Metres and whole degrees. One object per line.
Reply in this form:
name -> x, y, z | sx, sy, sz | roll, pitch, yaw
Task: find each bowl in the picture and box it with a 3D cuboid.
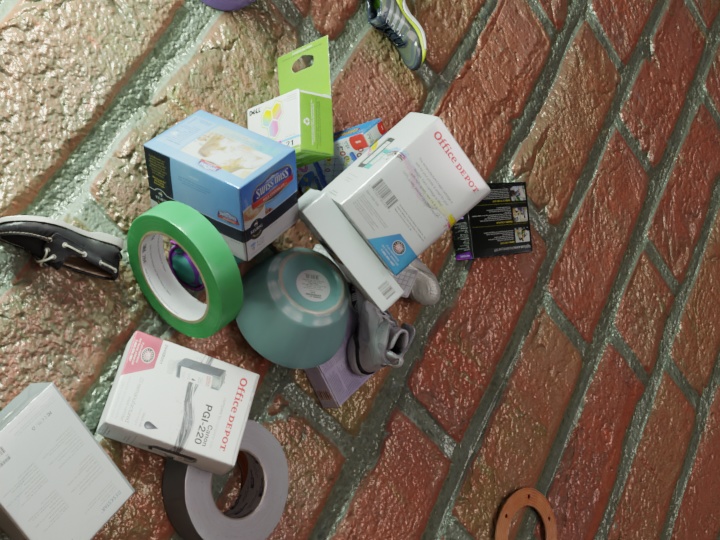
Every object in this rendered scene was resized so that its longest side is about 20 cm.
bowl -> -0.096, 0.044, 1.641 | 0.198, 0.105, 0.204 | 13, 54, -19

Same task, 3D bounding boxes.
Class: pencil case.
pencil case -> -0.210, -0.052, 1.616 | 0.200, 0.084, 0.094 | -41, 127, -39

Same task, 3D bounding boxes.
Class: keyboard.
keyboard -> 0.000, 0.000, 1.745 | 0.011, 0.197, 0.057 | 78, 34, -49

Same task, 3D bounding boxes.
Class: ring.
ring -> 0.336, 0.548, 2.087 | 0.198, 0.019, 0.204 | 8, 79, -43

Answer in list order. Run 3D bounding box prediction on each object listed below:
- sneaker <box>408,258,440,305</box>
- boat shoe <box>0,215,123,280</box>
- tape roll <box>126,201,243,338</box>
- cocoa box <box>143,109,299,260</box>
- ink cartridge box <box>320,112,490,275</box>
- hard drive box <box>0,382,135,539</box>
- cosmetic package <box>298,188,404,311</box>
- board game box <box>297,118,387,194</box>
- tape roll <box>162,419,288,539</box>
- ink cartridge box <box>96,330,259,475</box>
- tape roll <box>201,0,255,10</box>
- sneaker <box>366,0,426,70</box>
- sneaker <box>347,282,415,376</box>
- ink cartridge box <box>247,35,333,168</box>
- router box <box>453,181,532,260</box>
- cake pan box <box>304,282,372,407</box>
sneaker -> 0.072, -0.014, 1.897 | 0.072, 0.072, 0.201 | -42, 103, -7
boat shoe -> -0.421, -0.030, 1.428 | 0.199, 0.073, 0.061 | 17, 68, -49
tape roll -> -0.257, 0.000, 1.485 | 0.048, 0.199, 0.203 | -36, 108, -40
cocoa box -> -0.207, -0.132, 1.528 | 0.133, 0.198, 0.133 | -40, 143, -39
ink cartridge box -> 0.068, -0.123, 1.583 | 0.199, 0.146, 0.147 | -41, 108, -4
hard drive box -> -0.426, 0.279, 1.374 | 0.156, 0.076, 0.202 | -46, 114, -36
cosmetic package -> -0.023, -0.035, 1.612 | 0.051, 0.151, 0.201 | -39, 102, -2
board game box -> -0.007, -0.138, 1.737 | 0.056, 0.198, 0.198 | -43, 112, -40
tape roll -> -0.206, 0.330, 1.580 | 0.198, 0.066, 0.204 | 7, 80, -43
ink cartridge box -> -0.262, 0.194, 1.483 | 0.197, 0.085, 0.148 | 22, 64, -16
tape roll -> -0.214, -0.540, 1.679 | 0.198, 0.084, 0.204 | 8, 78, -41
sneaker -> 0.057, -0.470, 1.940 | 0.080, 0.074, 0.202 | -33, 99, -33
sneaker -> 0.037, 0.076, 1.740 | 0.074, 0.114, 0.204 | 12, 75, -41
ink cartridge box -> -0.119, -0.277, 1.689 | 0.075, 0.147, 0.204 | 2, 82, -41
router box -> 0.269, -0.104, 2.090 | 0.198, 0.051, 0.152 | -6, 90, -43
cake pan box -> -0.038, 0.106, 1.778 | 0.184, 0.052, 0.202 | -42, 112, -40
